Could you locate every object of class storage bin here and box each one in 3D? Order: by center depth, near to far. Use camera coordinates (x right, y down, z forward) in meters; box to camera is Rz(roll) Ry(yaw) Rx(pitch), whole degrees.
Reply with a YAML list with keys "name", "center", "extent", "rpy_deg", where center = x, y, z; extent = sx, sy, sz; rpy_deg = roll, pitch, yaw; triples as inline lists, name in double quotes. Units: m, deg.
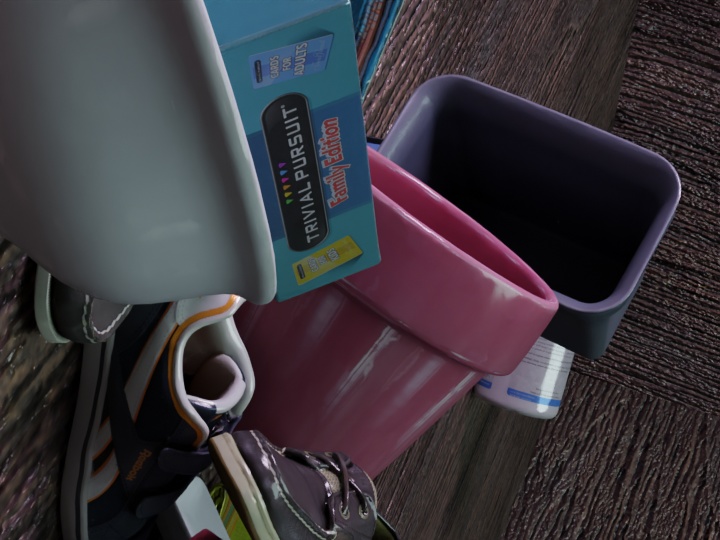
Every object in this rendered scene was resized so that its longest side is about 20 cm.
- name: "storage bin"
  center: [0.109, -0.017, 0.988]
  extent: [0.146, 0.199, 0.135]
  rpy_deg: [-58, 157, -19]

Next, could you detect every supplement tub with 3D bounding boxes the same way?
- name: "supplement tub"
  center: [0.253, 0.106, 2.103]
  extent: [0.132, 0.131, 0.202]
  rpy_deg: [3, 103, -76]

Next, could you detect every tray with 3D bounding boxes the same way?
- name: "tray"
  center: [-0.078, 0.214, 0.869]
  extent: [0.022, 0.201, 0.107]
  rpy_deg: [-28, 163, 0]

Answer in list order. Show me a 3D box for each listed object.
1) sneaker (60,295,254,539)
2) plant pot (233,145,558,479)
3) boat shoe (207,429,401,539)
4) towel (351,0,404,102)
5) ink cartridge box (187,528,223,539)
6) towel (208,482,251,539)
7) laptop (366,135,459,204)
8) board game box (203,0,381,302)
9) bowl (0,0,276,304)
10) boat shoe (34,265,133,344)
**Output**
- name: "sneaker"
  center: [-0.105, 0.084, 0.745]
  extent: [0.078, 0.079, 0.202]
  rpy_deg: [-51, 155, -60]
- name: "plant pot"
  center: [-0.012, 0.032, 0.838]
  extent: [0.180, 0.199, 0.200]
  rpy_deg: [-56, 169, 9]
- name: "boat shoe"
  center: [-0.024, 0.122, 0.744]
  extent: [0.064, 0.074, 0.200]
  rpy_deg: [-29, 153, -1]
- name: "towel"
  center: [-0.042, -0.073, 0.724]
  extent: [0.200, 0.022, 0.148]
  rpy_deg: [-17, -131, 66]
- name: "ink cartridge box"
  center: [-0.043, 0.251, 0.726]
  extent: [0.084, 0.199, 0.147]
  rpy_deg: [-25, 131, -44]
- name: "towel"
  center: [-0.093, 0.213, 1.065]
  extent: [0.200, 0.018, 0.087]
  rpy_deg: [60, 48, -72]
- name: "laptop"
  center: [0.000, 0.000, 1.007]
  extent: [0.200, 0.102, 0.179]
  rpy_deg: [-53, 156, -77]
- name: "board game box"
  center: [-0.055, -0.112, 0.529]
  extent: [0.151, 0.047, 0.201]
  rpy_deg: [82, -14, -59]
- name: "bowl"
  center: [-0.102, -0.070, 0.465]
  extent: [0.201, 0.090, 0.203]
  rpy_deg: [160, -90, -81]
- name: "boat shoe"
  center: [-0.090, -0.052, 0.678]
  extent: [0.072, 0.060, 0.203]
  rpy_deg: [77, 31, -63]
